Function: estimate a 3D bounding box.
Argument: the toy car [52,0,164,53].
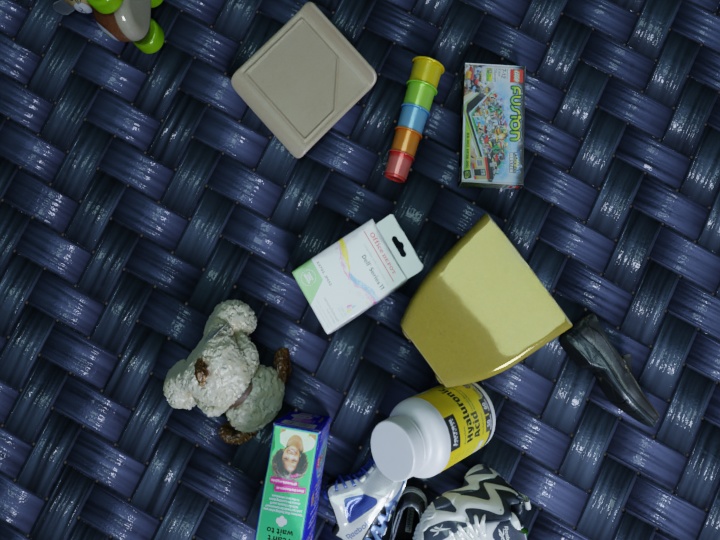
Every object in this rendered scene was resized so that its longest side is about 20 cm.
[{"bbox_3d":[-0.448,-0.454,1.014,0.193,0.164,0.164,-1,84,10],"label":"toy car"}]

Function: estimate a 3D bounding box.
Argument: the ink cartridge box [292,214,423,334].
[{"bbox_3d":[0.000,0.000,1.004,0.197,0.067,0.119,-33,85,-3],"label":"ink cartridge box"}]

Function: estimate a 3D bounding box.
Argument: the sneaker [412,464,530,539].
[{"bbox_3d":[0.173,0.380,0.898,0.196,0.128,0.082,-26,112,-34],"label":"sneaker"}]

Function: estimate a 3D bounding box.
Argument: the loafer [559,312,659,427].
[{"bbox_3d":[0.412,0.159,0.986,0.072,0.073,0.201,-40,86,-8],"label":"loafer"}]

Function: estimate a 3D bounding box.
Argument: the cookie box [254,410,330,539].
[{"bbox_3d":[-0.100,0.326,0.919,0.073,0.171,0.207,8,84,4],"label":"cookie box"}]

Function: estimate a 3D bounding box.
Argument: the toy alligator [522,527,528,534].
[{"bbox_3d":[0.194,0.411,0.965,0.193,0.059,0.056,10,73,14],"label":"toy alligator"}]

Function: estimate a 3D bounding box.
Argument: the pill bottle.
[{"bbox_3d":[0.107,0.236,0.906,0.109,0.197,0.115,7,101,42],"label":"pill bottle"}]

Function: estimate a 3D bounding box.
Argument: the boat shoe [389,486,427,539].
[{"bbox_3d":[0.072,0.444,0.944,0.069,0.068,0.207,8,97,7],"label":"boat shoe"}]

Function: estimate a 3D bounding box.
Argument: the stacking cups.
[{"bbox_3d":[0.085,-0.253,1.033,0.059,0.061,0.206,18,84,2],"label":"stacking cups"}]

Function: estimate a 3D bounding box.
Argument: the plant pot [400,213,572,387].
[{"bbox_3d":[0.165,0.064,0.941,0.198,0.194,0.197,-38,85,1],"label":"plant pot"}]

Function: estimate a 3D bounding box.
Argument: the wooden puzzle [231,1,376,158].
[{"bbox_3d":[-0.097,-0.325,1.058,0.200,0.037,0.185,-44,86,0],"label":"wooden puzzle"}]

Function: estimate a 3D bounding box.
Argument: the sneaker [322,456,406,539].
[{"bbox_3d":[0.004,0.338,0.962,0.112,0.081,0.205,22,86,0],"label":"sneaker"}]

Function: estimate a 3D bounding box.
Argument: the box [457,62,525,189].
[{"bbox_3d":[0.223,-0.245,1.045,0.106,0.035,0.207,2,84,0],"label":"box"}]

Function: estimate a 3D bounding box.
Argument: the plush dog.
[{"bbox_3d":[-0.192,0.175,0.961,0.171,0.160,0.202,38,87,-23],"label":"plush dog"}]
